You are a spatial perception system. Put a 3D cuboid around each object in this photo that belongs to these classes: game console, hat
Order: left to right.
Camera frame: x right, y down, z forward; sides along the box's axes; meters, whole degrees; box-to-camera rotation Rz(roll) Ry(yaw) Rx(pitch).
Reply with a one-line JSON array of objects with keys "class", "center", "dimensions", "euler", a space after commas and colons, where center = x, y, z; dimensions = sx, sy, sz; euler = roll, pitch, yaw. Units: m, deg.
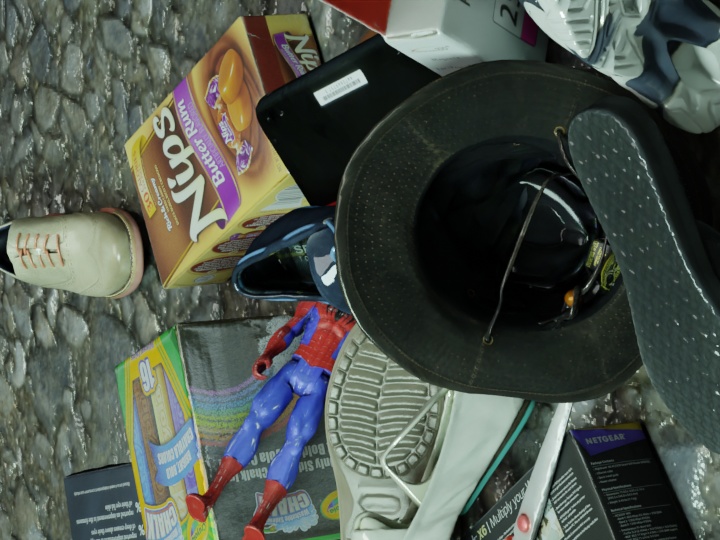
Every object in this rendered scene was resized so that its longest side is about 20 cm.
[{"class": "game console", "center": [0.035, -0.052, 1.384], "dimensions": [0.177, 0.031, 0.200], "euler": [58, 147, -7]}, {"class": "hat", "center": [0.082, -0.027, 1.266], "dimensions": [0.081, 0.200, 0.201], "euler": [-111, 25, -74]}]

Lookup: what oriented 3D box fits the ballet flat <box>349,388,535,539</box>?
[{"class": "ballet flat", "center": [0.032, 0.138, 1.369], "dimensions": [0.069, 0.069, 0.200], "euler": [13, 72, 56]}]

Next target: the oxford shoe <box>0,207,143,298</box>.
[{"class": "oxford shoe", "center": [-0.232, -0.011, 1.834], "dimensions": [0.200, 0.074, 0.071], "euler": [-3, 92, 58]}]

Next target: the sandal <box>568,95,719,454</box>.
[{"class": "sandal", "center": [0.169, 0.000, 1.207], "dimensions": [0.075, 0.048, 0.201], "euler": [2, 118, 56]}]

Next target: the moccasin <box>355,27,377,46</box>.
[{"class": "moccasin", "center": [0.056, -0.124, 1.377], "dimensions": [0.201, 0.074, 0.078], "euler": [-33, 59, 44]}]

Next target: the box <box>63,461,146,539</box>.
[{"class": "box", "center": [-0.122, 0.230, 1.668], "dimensions": [0.148, 0.104, 0.201], "euler": [-15, 82, 57]}]

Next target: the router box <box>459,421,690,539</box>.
[{"class": "router box", "center": [0.119, 0.202, 1.334], "dimensions": [0.200, 0.052, 0.158], "euler": [-51, 52, 48]}]

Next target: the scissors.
[{"class": "scissors", "center": [0.086, 0.149, 1.317], "dimensions": [0.073, 0.014, 0.201], "euler": [25, 114, 55]}]

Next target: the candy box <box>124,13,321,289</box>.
[{"class": "candy box", "center": [-0.088, -0.078, 1.617], "dimensions": [0.200, 0.056, 0.117], "euler": [-41, 61, 53]}]

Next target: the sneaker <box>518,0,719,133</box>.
[{"class": "sneaker", "center": [0.109, -0.154, 1.178], "dimensions": [0.130, 0.199, 0.080], "euler": [40, 98, 41]}]

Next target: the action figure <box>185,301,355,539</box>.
[{"class": "action figure", "center": [-0.038, 0.075, 1.480], "dimensions": [0.065, 0.200, 0.052], "euler": [24, 152, 9]}]

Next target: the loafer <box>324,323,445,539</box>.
[{"class": "loafer", "center": [0.020, 0.111, 1.447], "dimensions": [0.075, 0.068, 0.201], "euler": [7, 108, 11]}]

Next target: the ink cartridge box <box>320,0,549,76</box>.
[{"class": "ink cartridge box", "center": [0.044, -0.212, 1.228], "dimensions": [0.043, 0.173, 0.201], "euler": [-1, 73, 39]}]

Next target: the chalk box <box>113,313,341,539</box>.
[{"class": "chalk box", "center": [-0.070, 0.138, 1.548], "dimensions": [0.124, 0.124, 0.201], "euler": [-30, 68, 61]}]

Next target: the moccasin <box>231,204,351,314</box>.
[{"class": "moccasin", "center": [0.000, 0.000, 1.384], "dimensions": [0.200, 0.068, 0.081], "euler": [-12, 110, 54]}]
